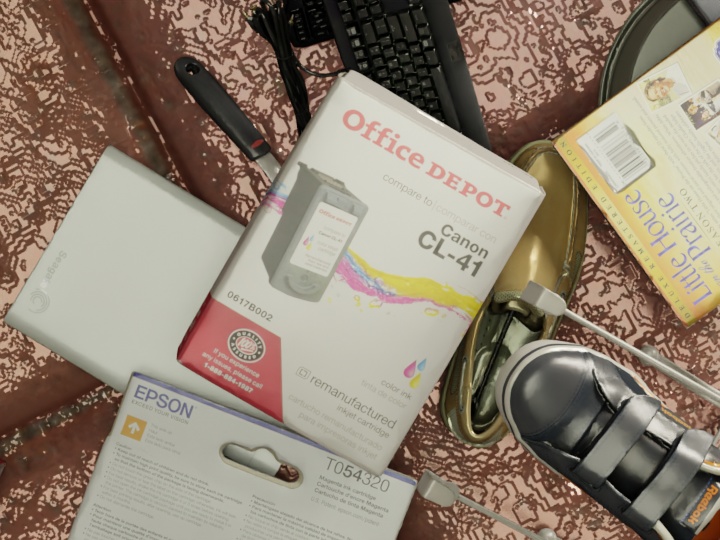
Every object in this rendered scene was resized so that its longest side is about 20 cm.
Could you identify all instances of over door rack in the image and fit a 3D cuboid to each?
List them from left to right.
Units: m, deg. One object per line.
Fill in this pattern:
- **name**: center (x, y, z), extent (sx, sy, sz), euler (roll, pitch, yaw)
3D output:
- **over door rack**: center (0.140, 0.107, 1.336), extent (0.200, 0.067, 0.148), euler (29, 90, -27)

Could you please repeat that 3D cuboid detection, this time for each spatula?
- **spatula**: center (-0.055, -0.059, 1.367), extent (0.056, 0.021, 0.200), euler (-34, 85, -32)

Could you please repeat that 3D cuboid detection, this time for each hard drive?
- **hard drive**: center (-0.109, 0.028, 1.370), extent (0.200, 0.026, 0.132), euler (31, 89, -1)

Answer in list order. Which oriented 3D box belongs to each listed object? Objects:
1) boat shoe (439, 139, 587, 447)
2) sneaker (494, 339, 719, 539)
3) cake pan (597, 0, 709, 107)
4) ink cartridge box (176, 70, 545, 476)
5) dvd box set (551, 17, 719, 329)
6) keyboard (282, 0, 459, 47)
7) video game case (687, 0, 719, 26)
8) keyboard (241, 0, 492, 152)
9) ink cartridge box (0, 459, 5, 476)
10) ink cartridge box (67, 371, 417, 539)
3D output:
- **boat shoe**: center (0.102, 0.015, 1.347), extent (0.071, 0.076, 0.201), euler (12, 89, 0)
- **sneaker**: center (0.169, 0.113, 1.270), extent (0.200, 0.079, 0.079), euler (37, 88, -25)
- **cake pan**: center (0.253, -0.104, 1.368), extent (0.200, 0.037, 0.201), euler (0, 90, 0)
- **ink cartridge box**: center (0.000, 0.000, 1.292), extent (0.147, 0.086, 0.200), euler (29, 99, -2)
- **dvd box set**: center (0.240, -0.080, 1.321), extent (0.200, 0.029, 0.146), euler (-37, 91, 8)
- **keyboard**: center (0.048, -0.183, 1.333), extent (0.199, 0.104, 0.040), euler (-18, 62, 0)
- **video game case**: center (0.302, -0.160, 1.341), extent (0.143, 0.019, 0.200), euler (-37, 91, -1)
- **keyboard**: center (0.002, -0.123, 1.326), extent (0.127, 0.021, 0.200), euler (-10, 120, 16)
- **ink cartridge box**: center (-0.346, 0.144, 1.338), extent (0.200, 0.084, 0.145), euler (26, 90, -1)
- **ink cartridge box**: center (-0.087, 0.188, 1.358), extent (0.196, 0.043, 0.200), euler (22, 93, 1)
